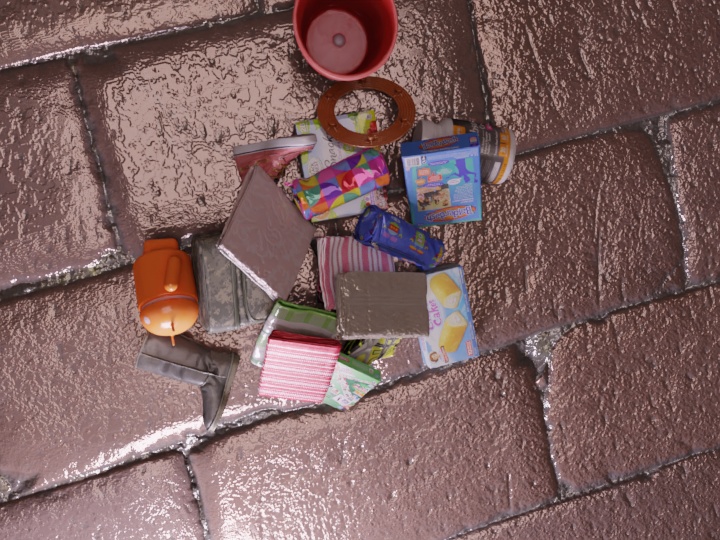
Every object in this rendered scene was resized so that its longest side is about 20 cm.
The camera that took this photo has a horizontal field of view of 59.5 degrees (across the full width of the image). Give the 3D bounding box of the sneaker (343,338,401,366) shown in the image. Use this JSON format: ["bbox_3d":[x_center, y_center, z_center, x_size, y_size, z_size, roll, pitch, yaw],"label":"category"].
[{"bbox_3d":[0.057,0.136,1.338,0.199,0.076,0.076,-36,111,21],"label":"sneaker"}]

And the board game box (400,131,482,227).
[{"bbox_3d":[0.165,-0.175,1.263,0.150,0.045,0.201,-7,139,6],"label":"board game box"}]

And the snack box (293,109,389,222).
[{"bbox_3d":[-0.040,-0.212,1.292,0.166,0.068,0.203,-10,97,-8],"label":"snack box"}]

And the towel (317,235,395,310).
[{"bbox_3d":[0.000,0.000,1.286,0.198,0.030,0.149,-5,87,-39],"label":"towel"}]

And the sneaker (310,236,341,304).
[{"bbox_3d":[-0.063,0.027,1.320,0.095,0.079,0.202,-28,99,7],"label":"sneaker"}]

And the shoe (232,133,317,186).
[{"bbox_3d":[-0.163,-0.212,1.238,0.198,0.071,0.092,-3,104,31],"label":"shoe"}]

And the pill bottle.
[{"bbox_3d":[0.210,-0.249,1.301,0.197,0.116,0.118,7,96,-10],"label":"pill bottle"}]

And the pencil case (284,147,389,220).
[{"bbox_3d":[-0.042,-0.170,1.223,0.198,0.088,0.089,-23,100,-6],"label":"pencil case"}]

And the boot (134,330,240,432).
[{"bbox_3d":[-0.364,0.221,1.293,0.198,0.072,0.184,18,80,-17],"label":"boot"}]

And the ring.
[{"bbox_3d":[0.012,-0.322,1.248,0.197,0.019,0.203,0,57,0],"label":"ring"}]

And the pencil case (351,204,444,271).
[{"bbox_3d":[0.081,-0.061,1.291,0.198,0.078,0.088,23,54,-31],"label":"pencil case"}]

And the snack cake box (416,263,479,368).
[{"bbox_3d":[0.176,0.096,1.361,0.113,0.067,0.203,-14,98,-7],"label":"snack cake box"}]

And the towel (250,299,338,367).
[{"bbox_3d":[-0.130,0.143,1.271,0.147,0.031,0.201,13,135,-17],"label":"towel"}]

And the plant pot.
[{"bbox_3d":[-0.037,-0.455,1.208,0.197,0.177,0.204,-1,97,-8],"label":"plant pot"}]

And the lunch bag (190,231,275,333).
[{"bbox_3d":[-0.243,0.013,1.260,0.166,0.139,0.203,-7,99,-25],"label":"lunch bag"}]

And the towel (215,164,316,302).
[{"bbox_3d":[-0.176,-0.067,1.207,0.200,0.032,0.193,48,50,-41],"label":"towel"}]

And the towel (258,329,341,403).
[{"bbox_3d":[-0.124,0.195,1.252,0.142,0.023,0.201,9,134,-9],"label":"towel"}]

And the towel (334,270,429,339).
[{"bbox_3d":[0.044,0.069,1.242,0.197,0.034,0.135,2,78,-20],"label":"towel"}]

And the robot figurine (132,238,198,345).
[{"bbox_3d":[-0.377,0.038,1.222,0.143,0.116,0.203,-25,68,23],"label":"robot figurine"}]

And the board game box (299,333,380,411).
[{"bbox_3d":[-0.075,0.215,1.303,0.198,0.029,0.135,28,126,-22],"label":"board game box"}]
